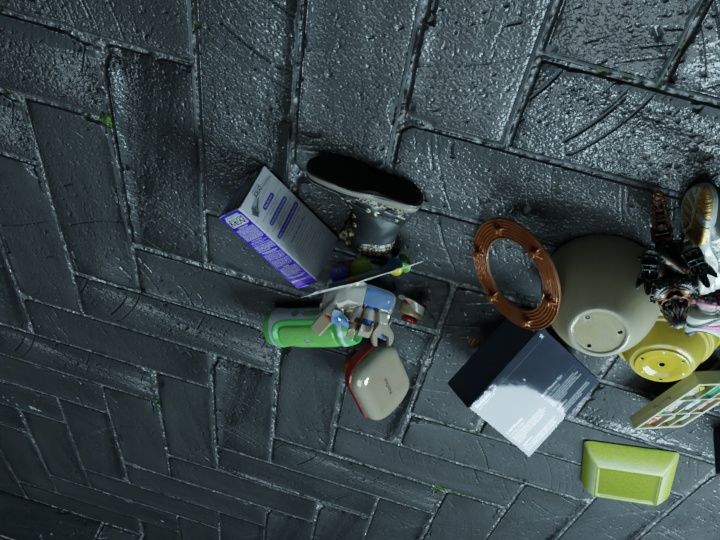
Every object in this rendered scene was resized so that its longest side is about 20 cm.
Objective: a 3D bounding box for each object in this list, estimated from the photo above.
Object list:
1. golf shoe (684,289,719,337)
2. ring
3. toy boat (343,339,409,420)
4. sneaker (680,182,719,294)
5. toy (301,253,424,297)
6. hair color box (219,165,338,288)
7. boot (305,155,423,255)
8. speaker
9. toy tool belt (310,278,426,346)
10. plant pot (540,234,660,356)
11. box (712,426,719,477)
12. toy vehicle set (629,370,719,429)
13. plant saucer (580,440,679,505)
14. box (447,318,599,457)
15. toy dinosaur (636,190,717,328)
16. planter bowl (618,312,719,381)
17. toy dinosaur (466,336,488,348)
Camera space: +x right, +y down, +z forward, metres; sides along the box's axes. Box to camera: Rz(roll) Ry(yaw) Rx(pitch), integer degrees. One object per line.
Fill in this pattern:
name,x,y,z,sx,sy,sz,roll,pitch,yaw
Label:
golf shoe,0.628,0.081,1.222,0.199,0.073,0.092,9,120,20
ring,0.251,0.009,1.248,0.200,0.019,0.201,43,148,36
toy boat,0.017,0.227,1.632,0.131,0.130,0.200,28,151,41
sneaker,0.536,-0.056,1.131,0.087,0.076,0.200,-16,131,6
toy,0.000,0.000,1.332,0.200,0.047,0.115,-12,176,-32
hair color box,-0.140,-0.074,1.334,0.065,0.109,0.200,-17,128,42
boot,-0.009,-0.106,1.278,0.199,0.073,0.151,15,141,-8
speaker,-0.098,0.116,1.556,0.199,0.089,0.089,-3,136,25
toy tool belt,0.014,0.092,1.443,0.200,0.123,0.125,19,175,-1
plant pot,0.389,0.061,1.222,0.200,0.135,0.201,9,124,14
box,0.809,0.350,1.441,0.148,0.107,0.200,31,138,-15
toy vehicle set,0.616,0.245,1.421,0.124,0.027,0.200,1,145,-20
plant saucer,0.603,0.468,1.706,0.199,0.048,0.200,5,138,18
box,0.303,0.207,1.406,0.182,0.104,0.200,41,93,-25
toy dinosaur,0.453,-0.011,1.126,0.102,0.136,0.200,-32,88,18
planter bowl,0.531,0.137,1.329,0.200,0.084,0.201,12,140,10
toy dinosaur,0.281,0.184,1.496,0.200,0.102,0.136,44,113,-8
